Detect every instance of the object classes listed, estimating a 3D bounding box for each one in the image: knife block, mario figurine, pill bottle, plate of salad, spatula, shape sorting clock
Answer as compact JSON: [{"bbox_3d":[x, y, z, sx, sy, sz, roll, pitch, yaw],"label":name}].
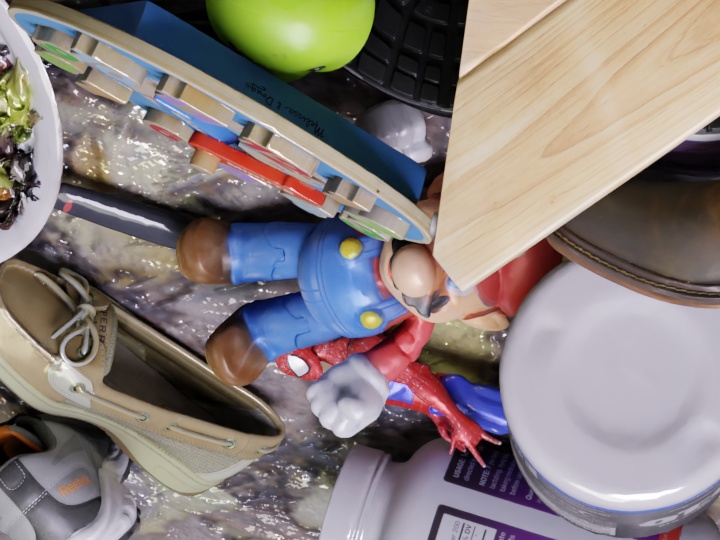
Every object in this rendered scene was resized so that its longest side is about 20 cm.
[{"bbox_3d":[0.126,-0.082,0.947,0.175,0.064,0.201,10,105,9],"label":"knife block"},{"bbox_3d":[0.000,0.000,1.144,0.199,0.106,0.124,-13,133,34],"label":"mario figurine"},{"bbox_3d":[0.121,0.061,1.124,0.113,0.114,0.200,9,170,7],"label":"pill bottle"},{"bbox_3d":[0.081,0.156,1.301,0.199,0.113,0.113,16,144,9],"label":"pill bottle"},{"bbox_3d":[-0.226,-0.078,1.125,0.199,0.048,0.201,15,128,20],"label":"plate of salad"},{"bbox_3d":[-0.162,-0.047,1.204,0.199,0.021,0.057,23,138,-13],"label":"spatula"},{"bbox_3d":[-0.058,-0.059,1.032,0.200,0.039,0.200,27,172,4],"label":"shape sorting clock"}]

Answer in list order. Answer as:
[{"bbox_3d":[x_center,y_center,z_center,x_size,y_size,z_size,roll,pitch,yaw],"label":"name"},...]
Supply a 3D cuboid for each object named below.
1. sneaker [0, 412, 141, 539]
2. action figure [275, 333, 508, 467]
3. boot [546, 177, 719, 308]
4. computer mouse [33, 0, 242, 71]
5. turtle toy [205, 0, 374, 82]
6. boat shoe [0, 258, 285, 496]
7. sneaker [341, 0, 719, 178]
[{"bbox_3d":[-0.166,0.102,1.302,0.079,0.074,0.200,48,176,-15],"label":"sneaker"},{"bbox_3d":[0.052,0.068,1.252,0.199,0.052,0.065,20,177,-5],"label":"action figure"},{"bbox_3d":[0.164,-0.038,0.968,0.199,0.075,0.097,9,122,25],"label":"boot"},{"bbox_3d":[-0.107,-0.143,1.041,0.140,0.046,0.200,4,142,17],"label":"computer mouse"},{"bbox_3d":[-0.015,-0.157,0.946,0.145,0.101,0.200,14,144,1],"label":"turtle toy"},{"bbox_3d":[-0.123,0.047,1.277,0.063,0.073,0.201,-27,129,28],"label":"boat shoe"},{"bbox_3d":[0.073,-0.077,1.048,0.199,0.076,0.088,16,160,12],"label":"sneaker"}]
